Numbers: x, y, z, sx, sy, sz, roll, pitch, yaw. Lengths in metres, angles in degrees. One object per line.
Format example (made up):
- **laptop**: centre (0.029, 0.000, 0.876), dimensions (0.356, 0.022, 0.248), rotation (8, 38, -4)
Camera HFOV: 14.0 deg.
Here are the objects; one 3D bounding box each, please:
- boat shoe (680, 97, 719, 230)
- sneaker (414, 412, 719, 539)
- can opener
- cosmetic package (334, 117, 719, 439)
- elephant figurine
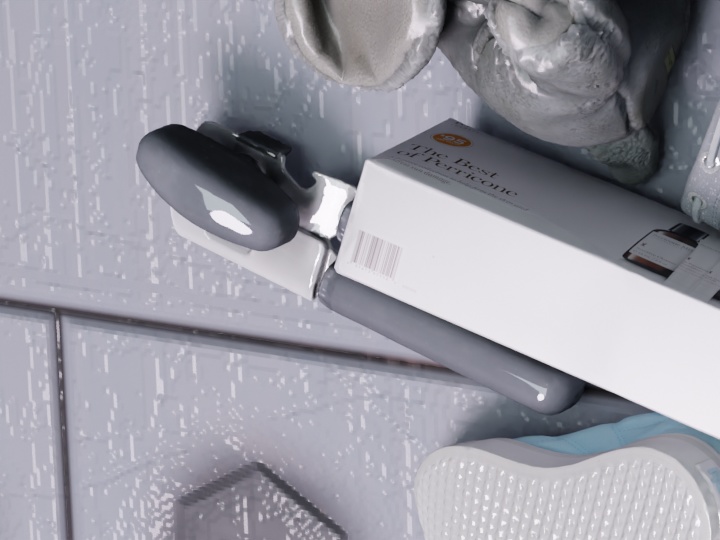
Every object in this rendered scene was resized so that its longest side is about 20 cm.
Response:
- **boat shoe**: centre (0.156, -0.102, 1.023), dimensions (0.064, 0.074, 0.203), rotation (16, 119, 22)
- **sneaker**: centre (0.099, 0.091, 1.118), dimensions (0.200, 0.082, 0.074), rotation (-5, 97, 57)
- **can opener**: centre (0.000, 0.000, 1.157), dimensions (0.199, 0.066, 0.053), rotation (25, 115, 19)
- **cosmetic package**: centre (0.098, 0.007, 1.071), dimensions (0.199, 0.082, 0.051), rotation (23, 111, 18)
- **elephant figurine**: centre (0.025, -0.135, 1.061), dimensions (0.199, 0.141, 0.156), rotation (23, 100, 18)
